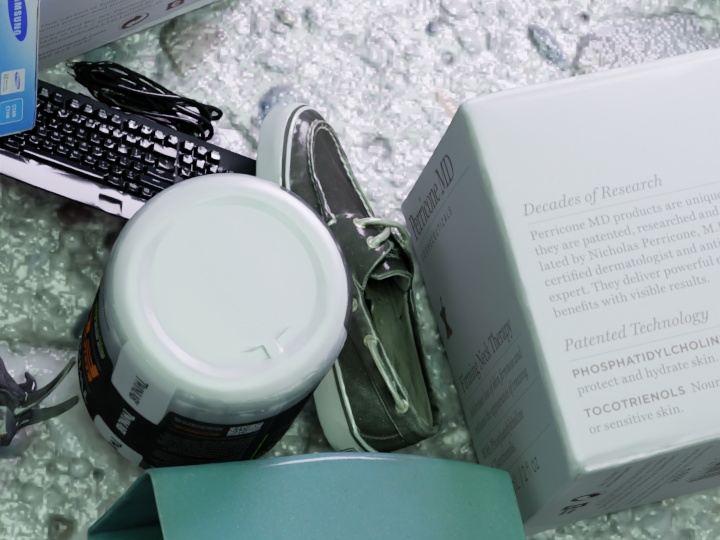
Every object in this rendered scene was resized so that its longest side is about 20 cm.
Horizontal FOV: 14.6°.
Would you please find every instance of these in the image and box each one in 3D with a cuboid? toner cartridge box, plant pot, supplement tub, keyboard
[{"bbox_3d":[-0.228,-0.157,1.459,0.043,0.095,0.200,-15,39,-27],"label":"toner cartridge box"},{"bbox_3d":[-0.017,0.171,1.434,0.199,0.141,0.142,-7,75,-21],"label":"plant pot"},{"bbox_3d":[-0.079,0.036,1.427,0.122,0.200,0.123,3,72,-11],"label":"supplement tub"},{"bbox_3d":[-0.128,-0.076,1.502,0.200,0.040,0.104,20,41,-22],"label":"keyboard"}]

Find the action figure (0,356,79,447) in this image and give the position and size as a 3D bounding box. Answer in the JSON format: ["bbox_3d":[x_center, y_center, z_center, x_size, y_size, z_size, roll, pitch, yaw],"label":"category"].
[{"bbox_3d":[-0.247,0.080,1.431,0.199,0.119,0.102,3,60,0],"label":"action figure"}]

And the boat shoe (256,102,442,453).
[{"bbox_3d":[0.000,0.000,1.515,0.071,0.064,0.201,-4,76,-55],"label":"boat shoe"}]

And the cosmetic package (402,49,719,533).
[{"bbox_3d":[0.140,0.014,1.486,0.166,0.167,0.201,-13,75,-14],"label":"cosmetic package"}]

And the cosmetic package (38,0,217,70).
[{"bbox_3d":[-0.151,-0.244,1.518,0.167,0.166,0.200,-22,79,-17],"label":"cosmetic package"}]
